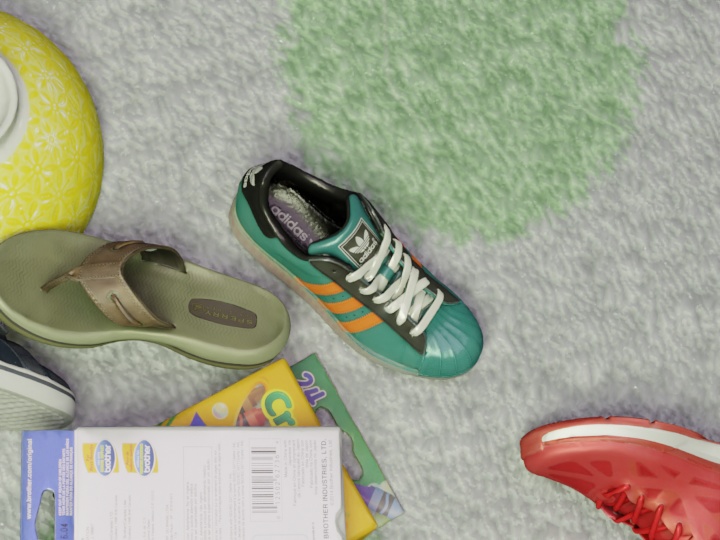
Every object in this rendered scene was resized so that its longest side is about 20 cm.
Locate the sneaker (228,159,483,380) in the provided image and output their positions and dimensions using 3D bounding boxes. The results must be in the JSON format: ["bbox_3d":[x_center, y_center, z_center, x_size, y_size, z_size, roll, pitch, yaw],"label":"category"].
[{"bbox_3d":[0.000,0.000,1.248,0.199,0.080,0.072,35,70,0],"label":"sneaker"}]

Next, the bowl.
[{"bbox_3d":[-0.259,-0.092,1.211,0.198,0.108,0.202,3,73,-11],"label":"bowl"}]

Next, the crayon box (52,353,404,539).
[{"bbox_3d":[-0.080,0.145,1.205,0.199,0.052,0.126,-28,81,-18],"label":"crayon box"}]

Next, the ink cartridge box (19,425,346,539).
[{"bbox_3d":[-0.108,0.156,1.148,0.198,0.042,0.121,2,74,-13],"label":"ink cartridge box"}]

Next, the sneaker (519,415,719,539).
[{"bbox_3d":[0.199,0.166,1.242,0.198,0.078,0.117,8,71,-8],"label":"sneaker"}]

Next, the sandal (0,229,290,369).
[{"bbox_3d":[-0.137,0.009,1.189,0.199,0.057,0.080,9,57,-15],"label":"sandal"}]

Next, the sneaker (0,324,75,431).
[{"bbox_3d":[-0.263,0.039,1.168,0.199,0.078,0.080,22,59,-29],"label":"sneaker"}]
